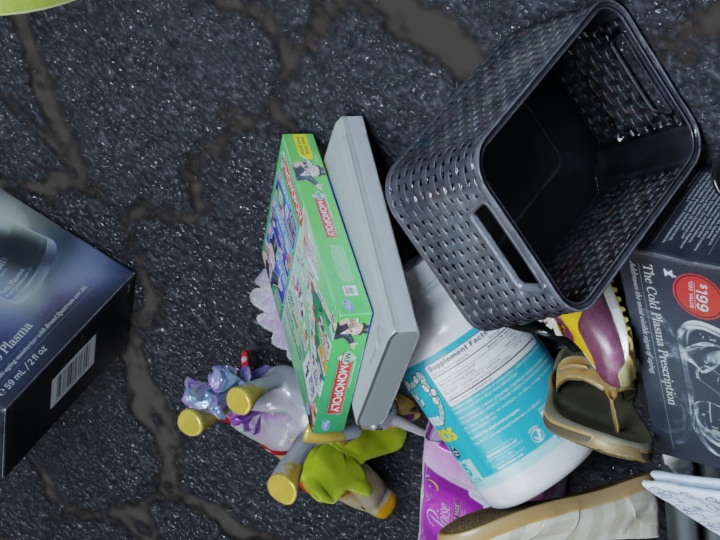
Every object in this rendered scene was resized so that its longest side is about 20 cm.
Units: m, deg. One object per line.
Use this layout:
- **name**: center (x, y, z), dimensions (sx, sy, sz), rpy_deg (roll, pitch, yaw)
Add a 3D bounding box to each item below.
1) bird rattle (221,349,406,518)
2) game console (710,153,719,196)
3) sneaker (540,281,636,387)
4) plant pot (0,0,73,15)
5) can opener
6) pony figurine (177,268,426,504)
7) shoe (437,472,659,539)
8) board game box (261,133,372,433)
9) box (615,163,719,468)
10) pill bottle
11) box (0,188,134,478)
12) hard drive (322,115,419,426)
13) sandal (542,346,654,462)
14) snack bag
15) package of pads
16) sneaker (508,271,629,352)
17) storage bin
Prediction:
- **bird rattle**: center (-0.050, 0.168, 1.924), dimensions (0.199, 0.113, 0.163), rpy_deg (10, 150, 40)
- **game console**: center (0.346, -0.075, 1.290), dimensions (0.199, 0.119, 0.173), rpy_deg (37, 144, 5)
- **sneaker**: center (0.128, 0.012, 1.530), dimensions (0.075, 0.090, 0.201), rpy_deg (73, 173, -55)
- **plant pot**: center (-0.279, -0.318, 1.582), dimensions (0.186, 0.187, 0.201), rpy_deg (17, 123, 29)
- **can opener**: center (0.257, 0.146, 1.670), dimensions (0.067, 0.052, 0.201), rpy_deg (-127, 19, -51)
- **pony figurine**: center (-0.059, 0.104, 1.766), dimensions (0.192, 0.200, 0.168), rpy_deg (32, 115, 23)
- **shoe**: center (0.155, 0.207, 1.693), dimensions (0.070, 0.199, 0.054), rpy_deg (-13, 88, 66)
- **board game box**: center (-0.038, 0.009, 1.679), dimensions (0.029, 0.201, 0.135), rpy_deg (-2, 136, -17)
- **box**: center (0.292, 0.044, 1.474), dimensions (0.181, 0.104, 0.201), rpy_deg (11, 135, 33)
- **pill bottle**: center (0.093, 0.079, 1.675), dimensions (0.201, 0.111, 0.111), rpy_deg (56, 142, -4)
- **box**: center (-0.348, 0.047, 1.977), dimensions (0.198, 0.200, 0.124), rpy_deg (30, 143, 13)
- **hard drive**: center (0.000, 0.000, 1.648), dimensions (0.026, 0.201, 0.132), rpy_deg (-3, 146, -16)
- **sandal**: center (0.177, 0.084, 1.572), dimensions (0.080, 0.200, 0.054), rpy_deg (12, 110, 0)
- **snack bag**: center (0.336, 0.200, 1.579), dimensions (0.199, 0.022, 0.188), rpy_deg (31, 163, -33)
- **package of pads**: center (0.111, 0.205, 1.829), dimensions (0.120, 0.076, 0.201), rpy_deg (24, 141, 20)
- **sneaker**: center (0.113, -0.008, 1.606), dimensions (0.199, 0.079, 0.076), rpy_deg (29, 143, 19)
- **storage bin**: center (0.125, -0.071, 1.424), dimensions (0.093, 0.200, 0.136), rpy_deg (-15, 117, 48)
